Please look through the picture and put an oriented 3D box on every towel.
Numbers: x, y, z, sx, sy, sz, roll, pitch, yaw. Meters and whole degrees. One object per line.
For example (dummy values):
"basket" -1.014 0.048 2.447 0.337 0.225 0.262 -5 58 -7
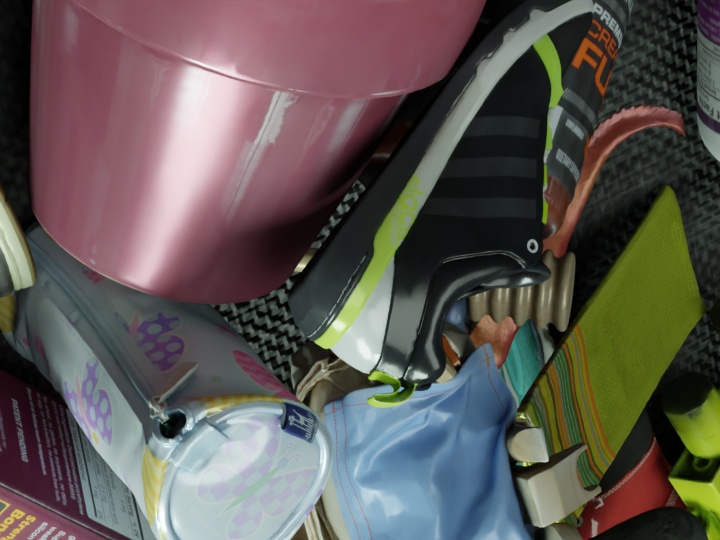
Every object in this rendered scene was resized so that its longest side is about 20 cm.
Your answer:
"towel" 0.131 0.046 1.239 0.200 0.018 0.087 -52 137 -43

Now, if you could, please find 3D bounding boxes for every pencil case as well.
"pencil case" -0.092 0.048 1.055 0.090 0.200 0.083 25 102 -38

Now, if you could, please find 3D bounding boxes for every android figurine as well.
"android figurine" 0.233 0.109 1.342 0.200 0.041 0.183 53 57 -35

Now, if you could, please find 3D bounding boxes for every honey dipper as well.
"honey dipper" 0.000 0.000 1.126 0.198 0.038 0.038 6 114 9

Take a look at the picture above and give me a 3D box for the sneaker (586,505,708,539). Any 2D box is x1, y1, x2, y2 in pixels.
"sneaker" 0.075 0.173 1.211 0.200 0.076 0.115 -42 124 11

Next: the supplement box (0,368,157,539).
"supplement box" -0.187 0.105 1.074 0.110 0.086 0.200 -42 130 20

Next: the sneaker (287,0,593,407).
"sneaker" 0.049 -0.029 1.003 0.083 0.072 0.200 38 72 -3

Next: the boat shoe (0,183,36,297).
"boat shoe" -0.206 -0.065 1.020 0.065 0.073 0.201 -33 115 -8

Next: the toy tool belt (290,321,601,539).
"toy tool belt" 0.044 0.112 1.062 0.124 0.123 0.201 -24 94 -15

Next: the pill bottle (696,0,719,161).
"pill bottle" 0.227 -0.114 1.229 0.112 0.112 0.201 -17 119 -24

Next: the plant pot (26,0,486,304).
"plant pot" -0.060 -0.095 1.028 0.199 0.200 0.180 0 127 -31

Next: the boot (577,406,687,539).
"boot" 0.098 0.162 1.303 0.200 0.072 0.145 -45 127 -16

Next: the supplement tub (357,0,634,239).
"supplement tub" 0.071 -0.122 1.116 0.107 0.107 0.201 27 75 -37

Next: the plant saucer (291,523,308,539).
"plant saucer" -0.070 0.201 1.157 0.200 0.200 0.032 -37 154 -12

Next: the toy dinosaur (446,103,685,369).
"toy dinosaur" 0.051 0.014 1.153 0.105 0.199 0.183 31 50 -44

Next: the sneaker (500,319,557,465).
"sneaker" 0.051 0.106 1.248 0.079 0.078 0.201 10 106 -25
